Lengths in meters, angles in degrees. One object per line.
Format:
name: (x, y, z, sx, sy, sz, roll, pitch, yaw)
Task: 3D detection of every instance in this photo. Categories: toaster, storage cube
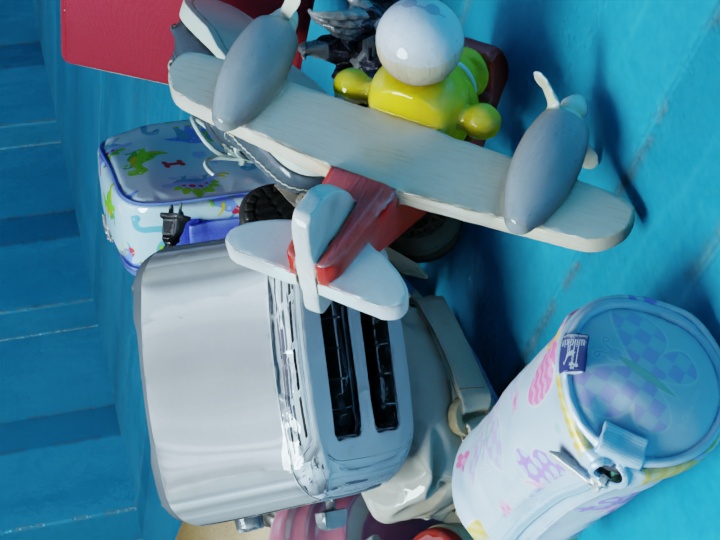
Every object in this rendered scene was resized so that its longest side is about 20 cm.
toaster: (-0.050, 0.051, 0.846, 0.129, 0.114, 0.200, -10, 84, 37)
storage cube: (-0.106, -0.246, 1.034, 0.180, 0.200, 0.171, 108, 173, -56)

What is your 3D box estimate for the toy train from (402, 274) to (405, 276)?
toy train: (-0.030, 0.013, 1.135, 0.200, 0.056, 0.042, -4, 73, 63)

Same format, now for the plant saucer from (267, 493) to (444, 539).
plant saucer: (0.030, 0.212, 0.925, 0.051, 0.200, 0.201, -40, 50, 25)

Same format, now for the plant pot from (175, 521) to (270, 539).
plant pot: (-0.034, 0.155, 1.114, 0.186, 0.186, 0.200, -125, 45, -57)

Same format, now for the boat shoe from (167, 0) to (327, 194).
boat shoe: (-0.071, -0.101, 0.904, 0.200, 0.075, 0.062, 50, 126, 40)

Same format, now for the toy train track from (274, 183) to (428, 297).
toy train track: (0.000, 0.000, 0.945, 0.115, 0.033, 0.200, 31, 174, 27)

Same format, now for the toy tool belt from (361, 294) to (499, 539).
toy tool belt: (0.054, 0.109, 0.907, 0.125, 0.123, 0.200, -42, 60, 33)

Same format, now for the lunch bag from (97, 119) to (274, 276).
lunch bag: (-0.102, -0.060, 1.147, 0.161, 0.200, 0.083, -128, 32, -57)

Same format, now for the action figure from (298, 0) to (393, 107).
action figure: (-0.002, -0.126, 0.953, 0.200, 0.102, 0.119, -123, 44, -55)

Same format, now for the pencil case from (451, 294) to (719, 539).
pencil case: (0.107, 0.085, 0.717, 0.200, 0.083, 0.091, 118, 162, -65)

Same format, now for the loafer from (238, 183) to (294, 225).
loafer: (-0.028, 0.036, 1.028, 0.200, 0.073, 0.071, 67, 159, 14)

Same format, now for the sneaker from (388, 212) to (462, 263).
sneaker: (0.026, -0.038, 1.000, 0.076, 0.070, 0.200, 60, 172, -29)

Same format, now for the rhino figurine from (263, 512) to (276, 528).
rhino figurine: (-0.081, 0.096, 1.005, 0.087, 0.060, 0.200, 106, 148, -64)

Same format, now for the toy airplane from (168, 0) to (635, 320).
toy airplane: (0.016, -0.070, 0.745, 0.199, 0.200, 0.141, -117, 29, -50)
